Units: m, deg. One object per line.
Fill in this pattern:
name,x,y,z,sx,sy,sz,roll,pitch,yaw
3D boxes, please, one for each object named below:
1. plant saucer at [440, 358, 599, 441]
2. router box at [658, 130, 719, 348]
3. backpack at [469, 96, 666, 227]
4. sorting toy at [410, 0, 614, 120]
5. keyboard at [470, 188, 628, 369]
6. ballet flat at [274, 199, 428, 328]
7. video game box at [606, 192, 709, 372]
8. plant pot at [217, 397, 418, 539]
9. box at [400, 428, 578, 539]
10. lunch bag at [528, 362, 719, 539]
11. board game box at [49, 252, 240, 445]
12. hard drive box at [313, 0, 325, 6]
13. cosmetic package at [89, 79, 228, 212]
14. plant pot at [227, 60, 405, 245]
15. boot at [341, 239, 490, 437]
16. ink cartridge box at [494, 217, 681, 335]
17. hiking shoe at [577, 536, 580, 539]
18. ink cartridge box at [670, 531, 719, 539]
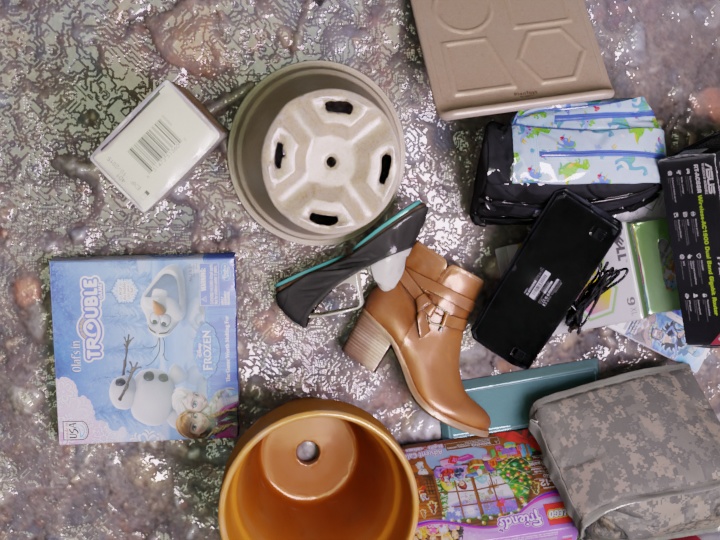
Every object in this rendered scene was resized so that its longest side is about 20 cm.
plant saucer,0.189,0.154,1.131,0.197,0.019,0.071,-9,100,-6
router box,0.383,-0.037,1.015,0.149,0.062,0.203,-25,107,-48
backpack,0.224,-0.112,1.020,0.197,0.163,0.156,9,76,5
sorting toy,0.151,-0.242,1.008,0.182,0.037,0.203,-8,62,-5
keyboard,0.201,0.016,1.002,0.103,0.040,0.201,35,122,10
ballet flat,0.000,0.000,1.046,0.198,0.068,0.069,-30,89,18
video game box,0.352,-0.013,1.110,0.180,0.047,0.202,26,95,-7
plant pot,-0.050,0.222,1.028,0.197,0.183,0.204,-1,98,-7
box,0.128,0.251,1.079,0.197,0.138,0.039,-7,133,-6
lunch bag,0.294,0.207,1.060,0.197,0.165,0.119,-6,136,-11
board game box,-0.232,0.085,1.056,0.196,0.043,0.203,-2,99,-5
hard drive box,-0.033,-0.403,0.987,0.155,0.077,0.201,39,92,-11
cosmetic package,-0.191,-0.124,0.948,0.105,0.200,0.071,-45,100,1
plant pot,-0.038,-0.115,0.977,0.197,0.184,0.204,-1,99,-6
boot,0.095,0.077,1.073,0.199,0.074,0.156,35,88,-4
ink cartridge box,0.253,0.008,1.045,0.197,0.059,0.106,-11,86,21
hiking shoe,0.208,0.311,1.113,0.197,0.101,0.077,5,106,-6
ink cartridge box,0.428,0.383,1.130,0.143,0.145,0.203,1,98,-8
